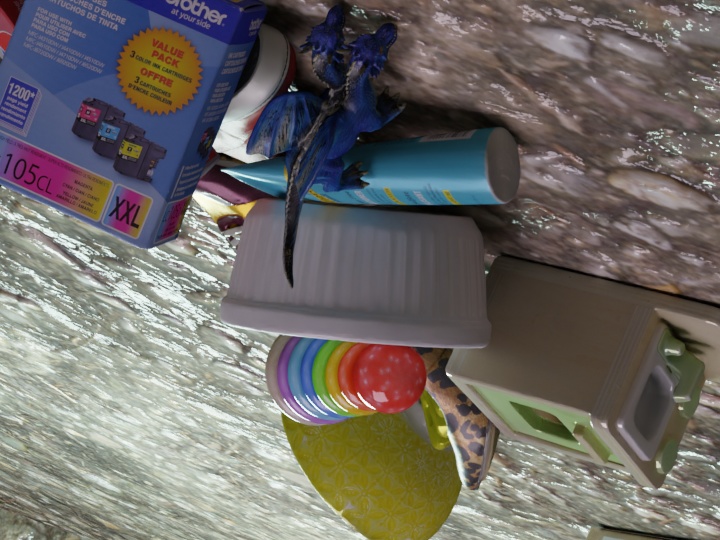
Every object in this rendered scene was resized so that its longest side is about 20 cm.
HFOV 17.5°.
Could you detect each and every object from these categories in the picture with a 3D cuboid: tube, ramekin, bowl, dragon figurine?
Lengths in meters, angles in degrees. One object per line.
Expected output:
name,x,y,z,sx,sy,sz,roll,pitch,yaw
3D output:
tube,0.009,-0.066,1.579,0.200,0.050,0.077,-2,161,32
ramekin,0.000,0.000,1.696,0.202,0.094,0.202,5,-177,0
bowl,0.033,0.147,2.151,0.200,0.200,0.108,34,118,-30
dragon figurine,-0.032,-0.084,1.506,0.059,0.200,0.099,40,-160,22

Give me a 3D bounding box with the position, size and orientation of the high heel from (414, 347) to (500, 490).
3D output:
high heel,0.044,0.084,1.870,0.143,0.071,0.200,6,118,10

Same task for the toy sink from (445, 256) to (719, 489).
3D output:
toy sink,0.187,0.084,1.759,0.200,0.112,0.130,14,161,32

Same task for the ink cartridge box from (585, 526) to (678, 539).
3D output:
ink cartridge box,0.342,0.340,2.410,0.165,0.075,0.200,34,162,-32

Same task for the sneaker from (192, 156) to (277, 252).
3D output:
sneaker,-0.069,-0.015,1.858,0.200,0.090,0.075,30,163,-20

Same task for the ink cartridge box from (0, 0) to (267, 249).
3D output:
ink cartridge box,-0.150,-0.132,1.479,0.136,0.200,0.076,24,-170,5

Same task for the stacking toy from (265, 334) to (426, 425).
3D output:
stacking toy,-0.002,0.078,1.765,0.085,0.085,0.200,30,168,-18

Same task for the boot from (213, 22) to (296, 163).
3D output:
boot,-0.052,-0.108,1.602,0.144,0.072,0.200,22,165,-20

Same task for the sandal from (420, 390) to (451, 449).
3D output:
sandal,0.102,0.084,1.986,0.087,0.080,0.200,-11,158,-9

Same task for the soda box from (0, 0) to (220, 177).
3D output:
soda box,-0.184,-0.129,1.568,0.200,0.063,0.070,53,158,0
